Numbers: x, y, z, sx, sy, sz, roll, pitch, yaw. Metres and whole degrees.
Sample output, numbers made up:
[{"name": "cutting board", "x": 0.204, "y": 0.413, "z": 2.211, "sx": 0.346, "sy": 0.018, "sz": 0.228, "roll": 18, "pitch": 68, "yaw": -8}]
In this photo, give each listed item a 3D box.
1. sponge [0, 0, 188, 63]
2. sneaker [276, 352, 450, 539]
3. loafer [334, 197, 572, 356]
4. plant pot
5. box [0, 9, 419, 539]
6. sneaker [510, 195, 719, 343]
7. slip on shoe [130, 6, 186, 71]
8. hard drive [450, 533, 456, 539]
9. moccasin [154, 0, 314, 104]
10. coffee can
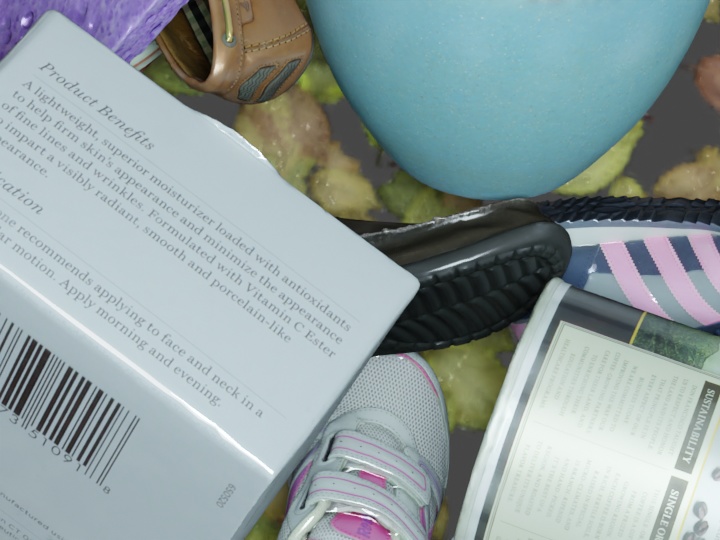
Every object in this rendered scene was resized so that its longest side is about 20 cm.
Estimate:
[{"name": "sponge", "x": -0.170, "y": -0.159, "z": 1.188, "sx": 0.112, "sy": 0.030, "sz": 0.200, "roll": -49, "pitch": 68, "yaw": 16}, {"name": "sneaker", "x": 0.002, "y": 0.121, "z": 1.204, "sx": 0.081, "sy": 0.088, "sz": 0.201, "roll": 14, "pitch": 65, "yaw": -5}, {"name": "loafer", "x": 0.000, "y": 0.000, "z": 1.210, "sx": 0.199, "sy": 0.073, "sz": 0.072, "roll": -17, "pitch": 59, "yaw": 10}, {"name": "plant pot", "x": 0.065, "y": -0.113, "z": 1.200, "sx": 0.199, "sy": 0.200, "sz": 0.135, "roll": 0, "pitch": 123, "yaw": -5}, {"name": "box", "x": -0.113, "y": 0.034, "z": 1.109, "sx": 0.199, "sy": 0.200, "sz": 0.131, "roll": 37, "pitch": 52, "yaw": 3}, {"name": "sneaker", "x": 0.163, "y": 0.010, "z": 1.228, "sx": 0.199, "sy": 0.070, "sz": 0.083, "roll": 3, "pitch": 105, "yaw": 24}, {"name": "slip on shoe", "x": -0.159, "y": -0.085, "z": 1.230, "sx": 0.200, "sy": 0.061, "sz": 0.074, "roll": -42, "pitch": 67, "yaw": -18}, {"name": "hard drive", "x": 0.098, "y": 0.230, "z": 1.198, "sx": 0.199, "sy": 0.027, "sz": 0.132, "roll": 30, "pitch": 96, "yaw": 23}, {"name": "moccasin", "x": -0.099, "y": -0.162, "z": 1.204, "sx": 0.077, "sy": 0.074, "sz": 0.202, "roll": -4, "pitch": 62, "yaw": -46}, {"name": "coffee can", "x": 0.157, "y": 0.104, "z": 1.159, "sx": 0.199, "sy": 0.146, "sz": 0.147, "roll": 19, "pitch": 85, "yaw": 9}]
